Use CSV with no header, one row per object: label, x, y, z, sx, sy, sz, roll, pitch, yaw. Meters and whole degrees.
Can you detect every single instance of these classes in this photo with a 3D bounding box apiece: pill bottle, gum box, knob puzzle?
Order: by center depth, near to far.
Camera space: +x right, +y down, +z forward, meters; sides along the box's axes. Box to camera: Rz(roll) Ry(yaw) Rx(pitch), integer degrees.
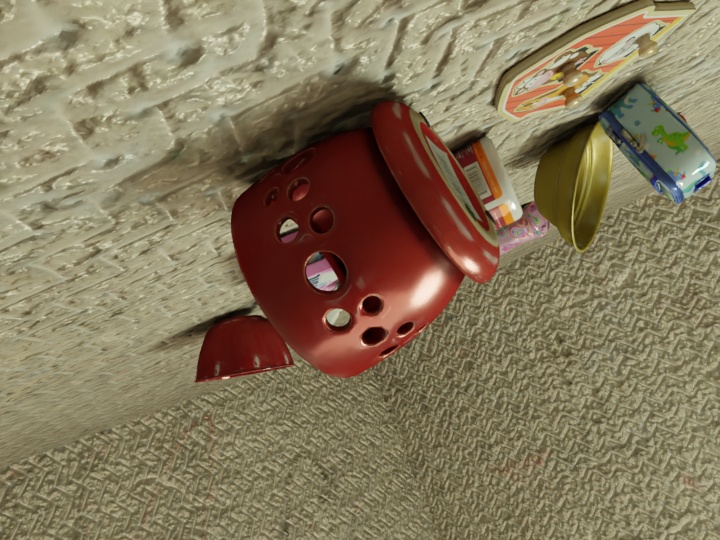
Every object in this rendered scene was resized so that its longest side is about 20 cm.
knob puzzle,0.224,-0.202,0.644,0.216,0.031,0.220,-23,171,-4
pill bottle,0.095,-0.076,0.789,0.197,0.111,0.109,-25,171,15
gum box,-0.092,0.000,0.893,0.112,0.067,0.200,-23,171,-11

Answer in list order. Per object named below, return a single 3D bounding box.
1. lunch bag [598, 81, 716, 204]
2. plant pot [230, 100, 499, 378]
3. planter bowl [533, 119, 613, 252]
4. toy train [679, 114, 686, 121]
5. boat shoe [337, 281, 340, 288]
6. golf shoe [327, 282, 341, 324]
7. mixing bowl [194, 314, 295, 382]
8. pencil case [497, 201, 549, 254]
lunch bag,0.421,-0.172,0.874,0.082,0.162,0.199,-43,163,23
plant pot,0.011,-0.034,0.557,0.181,0.203,0.200,-34,168,21
planter bowl,0.322,-0.136,0.965,0.082,0.205,0.199,13,-167,32
toy train,0.592,-0.224,1.176,0.198,0.118,0.084,-15,169,-43
boat shoe,0.000,0.000,1.001,0.061,0.073,0.200,4,-156,20
golf shoe,-0.051,0.034,1.045,0.091,0.073,0.201,-30,-159,20
mixing bowl,-0.231,0.149,1.218,0.196,0.111,0.200,-9,172,-1
pencil case,0.354,-0.084,1.494,0.087,0.089,0.199,-13,166,-47
